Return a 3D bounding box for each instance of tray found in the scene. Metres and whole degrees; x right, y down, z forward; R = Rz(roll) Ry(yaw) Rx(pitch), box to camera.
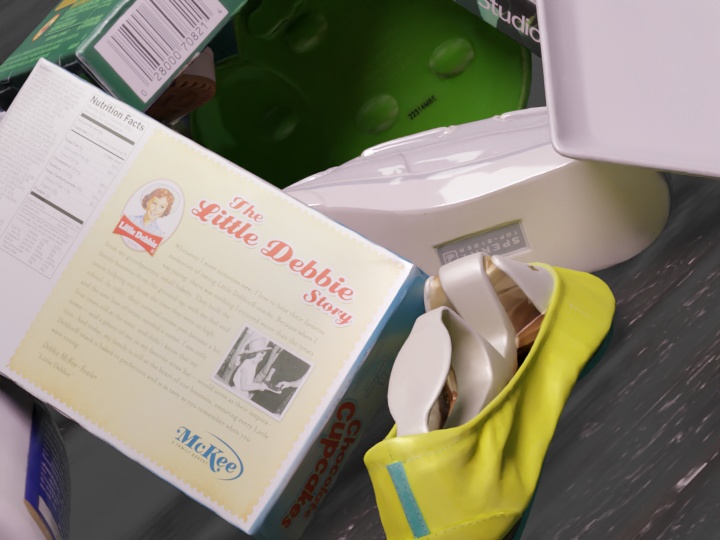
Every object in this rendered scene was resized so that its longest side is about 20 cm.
[{"bbox_3d":[0.119,-0.105,1.089,0.107,0.022,0.201,7,47,-10],"label":"tray"}]

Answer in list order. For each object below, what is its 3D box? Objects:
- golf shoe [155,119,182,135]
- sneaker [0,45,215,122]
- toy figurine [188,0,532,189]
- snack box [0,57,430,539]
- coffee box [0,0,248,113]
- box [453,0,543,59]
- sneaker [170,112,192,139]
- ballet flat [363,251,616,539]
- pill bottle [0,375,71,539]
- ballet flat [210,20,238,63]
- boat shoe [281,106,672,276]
[{"bbox_3d":[-0.112,-0.019,1.219,0.078,0.097,0.200,-43,24,-11],"label":"golf shoe"},{"bbox_3d":[-0.127,-0.123,1.326,0.070,0.109,0.200,0,-7,-28],"label":"sneaker"},{"bbox_3d":[0.027,-0.134,1.330,0.200,0.150,0.184,-37,8,38],"label":"toy figurine"},{"bbox_3d":[-0.077,0.010,1.039,0.200,0.037,0.116,30,85,31],"label":"snack box"},{"bbox_3d":[-0.067,-0.142,1.177,0.200,0.044,0.123,-50,18,-20],"label":"coffee box"},{"bbox_3d":[0.114,-0.146,1.170,0.200,0.036,0.144,34,58,24],"label":"box"},{"bbox_3d":[-0.062,-0.060,1.378,0.090,0.067,0.200,-24,15,38],"label":"sneaker"},{"bbox_3d":[0.044,0.033,0.962,0.067,0.067,0.200,-23,20,27],"label":"ballet flat"},{"bbox_3d":[-0.174,0.097,1.068,0.119,0.120,0.200,-30,17,5],"label":"pill bottle"},{"bbox_3d":[-0.041,-0.169,1.386,0.200,0.069,0.063,-46,33,-13],"label":"ballet flat"},{"bbox_3d":[0.024,-0.025,1.090,0.199,0.072,0.069,-19,28,8],"label":"boat shoe"}]
